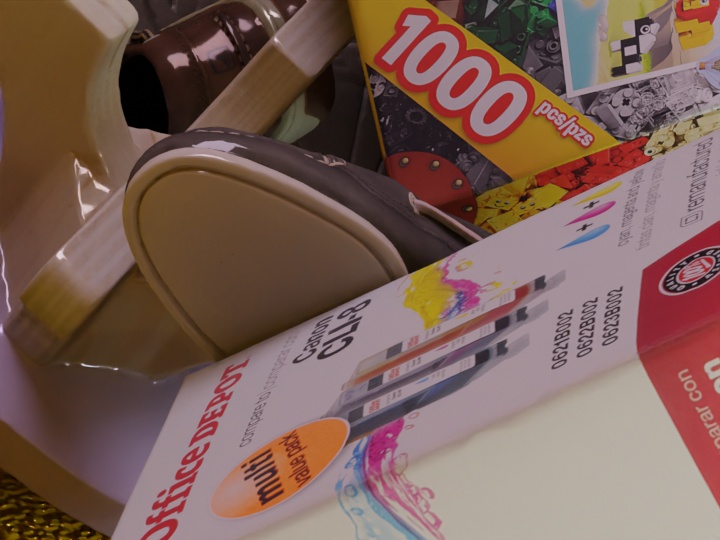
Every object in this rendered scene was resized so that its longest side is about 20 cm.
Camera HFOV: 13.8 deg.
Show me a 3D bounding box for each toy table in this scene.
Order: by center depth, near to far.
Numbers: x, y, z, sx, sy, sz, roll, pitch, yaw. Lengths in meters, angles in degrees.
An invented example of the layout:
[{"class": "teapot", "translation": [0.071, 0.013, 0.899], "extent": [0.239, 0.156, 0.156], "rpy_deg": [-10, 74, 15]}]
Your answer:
[{"class": "toy table", "translation": [-0.067, -0.013, 0.933], "extent": [0.200, 0.117, 0.184], "rpy_deg": [36, 44, -11]}]

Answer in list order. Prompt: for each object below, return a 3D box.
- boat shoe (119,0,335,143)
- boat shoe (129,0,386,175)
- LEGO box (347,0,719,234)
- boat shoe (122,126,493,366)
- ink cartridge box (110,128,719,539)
[{"class": "boat shoe", "translation": [-0.084, -0.051, 1.092], "extent": [0.075, 0.075, 0.202], "rpy_deg": [-18, -10, -28]}, {"class": "boat shoe", "translation": [-0.034, -0.069, 1.213], "extent": [0.200, 0.072, 0.066], "rpy_deg": [26, -17, -18]}, {"class": "LEGO box", "translation": [0.072, -0.104, 0.929], "extent": [0.148, 0.077, 0.201], "rpy_deg": [-20, 58, 11]}, {"class": "boat shoe", "translation": [0.010, 0.010, 0.856], "extent": [0.200, 0.067, 0.057], "rpy_deg": [33, 31, -29]}, {"class": "ink cartridge box", "translation": [0.056, 0.074, 0.756], "extent": [0.199, 0.145, 0.145], "rpy_deg": [-26, 16, 17]}]
